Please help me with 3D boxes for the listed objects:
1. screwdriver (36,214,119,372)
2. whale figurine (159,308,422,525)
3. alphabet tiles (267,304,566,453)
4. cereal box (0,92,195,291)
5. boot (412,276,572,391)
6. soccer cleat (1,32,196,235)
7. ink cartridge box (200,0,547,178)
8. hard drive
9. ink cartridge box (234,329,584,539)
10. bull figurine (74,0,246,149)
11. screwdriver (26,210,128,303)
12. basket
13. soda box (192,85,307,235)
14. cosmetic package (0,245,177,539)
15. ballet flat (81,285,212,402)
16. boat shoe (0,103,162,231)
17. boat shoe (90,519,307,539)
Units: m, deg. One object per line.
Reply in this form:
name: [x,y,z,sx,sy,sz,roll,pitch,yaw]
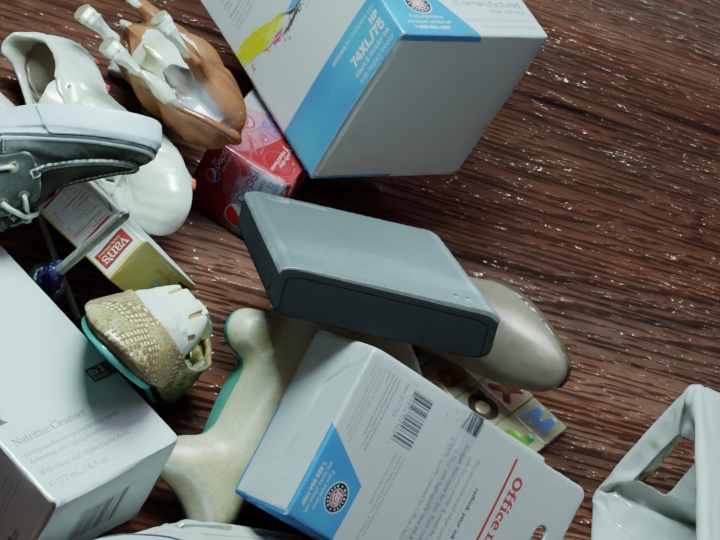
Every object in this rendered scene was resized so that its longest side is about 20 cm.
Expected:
screwdriver: [-0.190,0.023,1.506,0.029,0.028,0.200,34,23,-52]
whale figurine: [-0.054,0.098,1.471,0.200,0.104,0.160,-36,106,-30]
alphabet tiles: [0.033,0.076,1.624,0.200,0.008,0.167,43,38,14]
cereal box: [-0.202,-0.057,1.513,0.200,0.040,0.144,43,-2,14]
boot: [0.033,0.031,1.594,0.200,0.071,0.146,30,19,29]
soccer cleat: [-0.187,-0.095,1.604,0.077,0.069,0.200,16,27,-51]
ink cartridge box: [0.003,-0.189,1.682,0.146,0.146,0.200,-4,51,-41]
hard drive: [0.000,0.000,1.466,0.139,0.033,0.200,12,12,-12]
ink cartridge box: [0.034,0.137,1.428,0.200,0.116,0.068,35,-11,-32]
bull figurine: [-0.143,-0.148,1.634,0.121,0.065,0.200,45,-5,-34]
screwdriver: [-0.180,-0.008,1.401,0.029,0.200,0.028,38,61,-6]
basket: [0.237,0.200,1.526,0.123,0.136,0.200,27,36,-14]
soda box: [-0.060,-0.104,1.716,0.070,0.064,0.200,32,36,-1]
cosmetic package: [-0.220,0.074,1.377,0.200,0.081,0.113,45,40,16]
ballet flat: [-0.125,0.037,1.410,0.071,0.065,0.200,50,-4,4]
boat shoe: [-0.219,-0.058,1.405,0.199,0.072,0.071,-4,77,6]
boat shoe: [-0.101,0.180,1.366,0.199,0.071,0.070,2,18,-30]
